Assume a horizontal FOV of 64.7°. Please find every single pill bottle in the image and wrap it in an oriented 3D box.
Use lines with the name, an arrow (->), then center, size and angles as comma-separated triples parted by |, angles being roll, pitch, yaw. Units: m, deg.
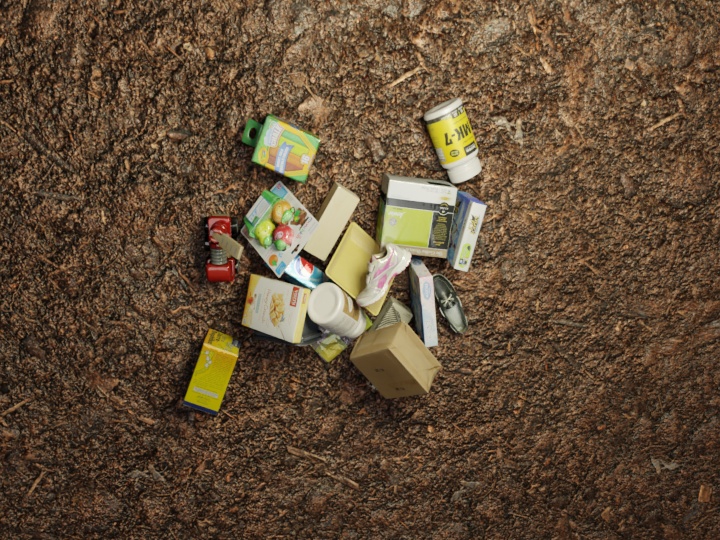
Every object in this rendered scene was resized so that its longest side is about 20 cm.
pill bottle -> -0.060, 0.121, 1.608 | 0.114, 0.115, 0.200 | -40, 148, 6
pill bottle -> 0.258, -0.356, 1.570 | 0.111, 0.115, 0.205 | -25, 108, 2

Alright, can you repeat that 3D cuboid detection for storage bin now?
storage bin -> -0.203, 0.125, 1.635 | 0.194, 0.144, 0.140 | 6, 99, 32

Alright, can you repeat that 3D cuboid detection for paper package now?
paper package -> 0.098, 0.260, 1.614 | 0.191, 0.104, 0.198 | 48, 142, -14

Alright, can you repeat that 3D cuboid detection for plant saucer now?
plant saucer -> 0.000, 0.000, 1.635 | 0.198, 0.203, 0.048 | 39, 144, -16

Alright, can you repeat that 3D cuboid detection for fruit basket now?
fruit basket -> -0.226, -0.117, 1.549 | 0.186, 0.201, 0.093 | -49, 148, 10

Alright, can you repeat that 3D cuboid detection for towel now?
towel -> -0.075, 0.177, 1.737 | 0.198, 0.023, 0.145 | -38, 106, 6

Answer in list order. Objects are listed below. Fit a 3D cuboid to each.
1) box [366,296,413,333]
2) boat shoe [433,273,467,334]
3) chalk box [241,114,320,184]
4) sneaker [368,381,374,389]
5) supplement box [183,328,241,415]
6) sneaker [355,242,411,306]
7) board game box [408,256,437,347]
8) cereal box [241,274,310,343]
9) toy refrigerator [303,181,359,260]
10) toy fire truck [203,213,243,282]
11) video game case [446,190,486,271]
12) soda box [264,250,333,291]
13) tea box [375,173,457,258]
box -> 0.073, 0.188, 1.733 | 0.081, 0.069, 0.203 | 29, 101, -13
boat shoe -> 0.274, 0.102, 1.734 | 0.075, 0.061, 0.202 | -33, 107, 4
chalk box -> -0.217, -0.335, 1.515 | 0.194, 0.124, 0.128 | 20, 103, -12
sneaker -> 0.105, 0.293, 1.777 | 0.079, 0.078, 0.201 | 31, 107, -33
supplement box -> -0.438, 0.299, 1.686 | 0.106, 0.109, 0.205 | 20, 103, -12
sneaker -> 0.046, 0.005, 1.544 | 0.088, 0.081, 0.202 | 39, 91, -16
board game box -> 0.177, 0.085, 1.646 | 0.042, 0.200, 0.207 | -8, 107, -4
cereal box -> -0.234, 0.102, 1.561 | 0.195, 0.039, 0.149 | 12, 91, 33
toy refrigerator -> -0.088, -0.141, 1.619 | 0.074, 0.070, 0.204 | 26, 103, -20
toy fire truck -> -0.370, -0.047, 1.543 | 0.124, 0.201, 0.183 | 1, 107, -6
video game case -> 0.283, -0.116, 1.597 | 0.044, 0.201, 0.187 | 12, 105, -8
soda box -> -0.175, 0.006, 1.640 | 0.197, 0.068, 0.066 | 34, 71, -15
tea box -> 0.152, -0.155, 1.606 | 0.192, 0.134, 0.204 | 6, 105, -8
